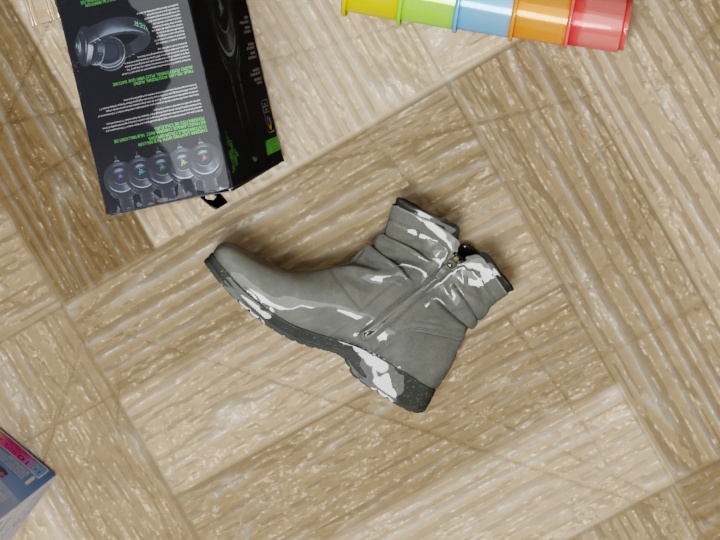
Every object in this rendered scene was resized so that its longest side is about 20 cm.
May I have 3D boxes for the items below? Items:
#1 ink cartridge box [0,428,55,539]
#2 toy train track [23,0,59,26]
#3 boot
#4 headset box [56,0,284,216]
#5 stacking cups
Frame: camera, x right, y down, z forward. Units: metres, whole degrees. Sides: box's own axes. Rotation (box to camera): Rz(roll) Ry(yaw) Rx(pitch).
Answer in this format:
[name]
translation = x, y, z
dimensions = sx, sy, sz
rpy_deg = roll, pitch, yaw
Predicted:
[ink cartridge box]
translation = -0.307, 0.197, 1.566
dimensions = 0.076, 0.200, 0.137
rpy_deg = 36, 101, 1
[toy train track]
translation = -0.283, -0.224, 1.576
dimensions = 0.199, 0.033, 0.115
rpy_deg = -14, 89, 13
[boot]
translation = 0.000, 0.000, 1.569
dimensions = 0.200, 0.068, 0.131
rpy_deg = 31, 97, -6
[headset box]
translation = -0.130, -0.139, 1.502
dimensions = 0.092, 0.174, 0.201
rpy_deg = -11, 96, 11
[stacking cups]
translation = 0.089, -0.189, 1.531
dimensions = 0.199, 0.061, 0.061
rpy_deg = 10, 100, 1
